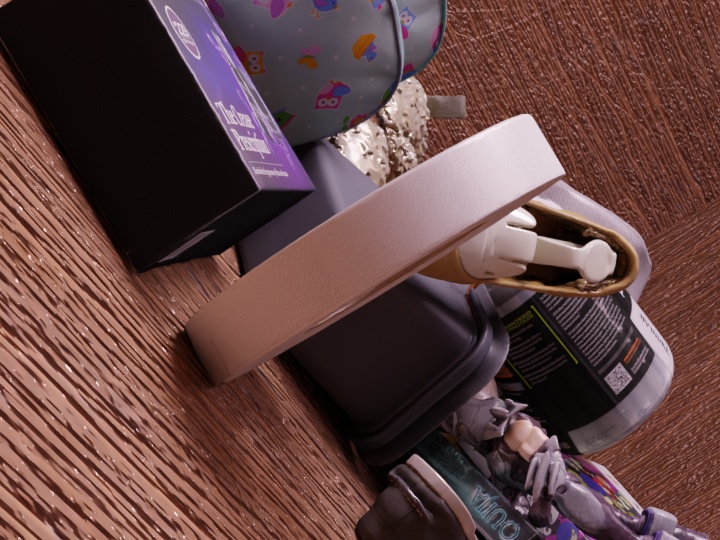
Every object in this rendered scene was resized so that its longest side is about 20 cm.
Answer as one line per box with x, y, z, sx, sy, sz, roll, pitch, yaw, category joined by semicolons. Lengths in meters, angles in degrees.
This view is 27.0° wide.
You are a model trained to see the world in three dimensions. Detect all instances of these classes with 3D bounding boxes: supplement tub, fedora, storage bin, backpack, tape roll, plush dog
0.135;0.031;1.124;0.200;0.122;0.123;50;9;-20;supplement tub
0.182;-0.014;1.272;0.200;0.090;0.177;41;1;-22;fedora
0.000;0.000;0.977;0.134;0.145;0.200;44;13;-28;storage bin
-0.040;-0.181;0.984;0.177;0.199;0.154;76;-13;-45;backpack
0.008;-0.010;0.743;0.037;0.202;0.203;59;6;2;tape roll
-0.015;-0.099;1.129;0.199;0.161;0.172;36;33;-3;plush dog

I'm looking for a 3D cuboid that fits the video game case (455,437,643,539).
0.180;0.198;1.117;0.199;0.036;0.181;27;17;-48;video game case

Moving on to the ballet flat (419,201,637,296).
0.098;-0.020;0.910;0.199;0.069;0.063;7;7;-44;ballet flat

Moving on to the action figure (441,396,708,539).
0.130;0.145;0.955;0.199;0.070;0.130;36;-1;3;action figure

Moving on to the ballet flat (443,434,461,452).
0.118;0.199;1.260;0.201;0.068;0.063;57;-7;-33;ballet flat

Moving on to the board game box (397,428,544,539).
0.075;0.159;1.000;0.200;0.028;0.136;43;-10;49;board game box

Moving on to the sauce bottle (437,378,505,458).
0.052;0.073;1.089;0.200;0.065;0.065;44;-3;34;sauce bottle

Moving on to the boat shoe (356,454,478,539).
0.050;0.180;0.910;0.067;0.057;0.200;44;-10;41;boat shoe

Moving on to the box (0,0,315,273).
-0.100;-0.083;0.791;0.142;0.079;0.200;57;6;0;box

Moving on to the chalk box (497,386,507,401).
0.109;0.066;1.274;0.200;0.124;0.125;42;1;14;chalk box
